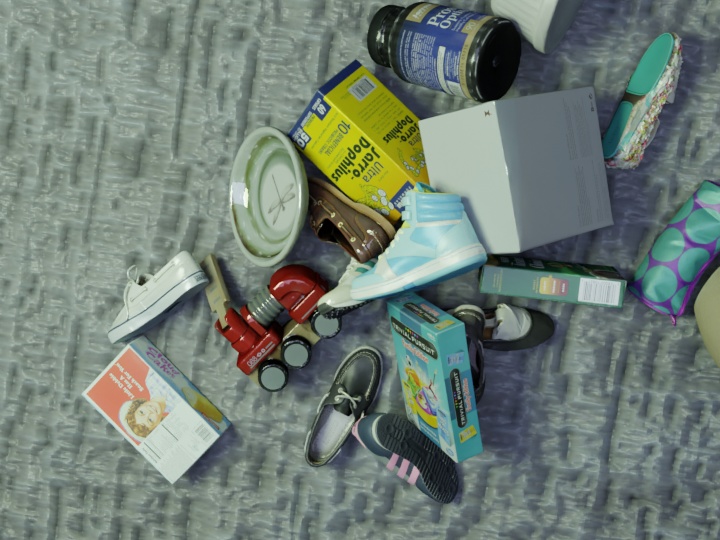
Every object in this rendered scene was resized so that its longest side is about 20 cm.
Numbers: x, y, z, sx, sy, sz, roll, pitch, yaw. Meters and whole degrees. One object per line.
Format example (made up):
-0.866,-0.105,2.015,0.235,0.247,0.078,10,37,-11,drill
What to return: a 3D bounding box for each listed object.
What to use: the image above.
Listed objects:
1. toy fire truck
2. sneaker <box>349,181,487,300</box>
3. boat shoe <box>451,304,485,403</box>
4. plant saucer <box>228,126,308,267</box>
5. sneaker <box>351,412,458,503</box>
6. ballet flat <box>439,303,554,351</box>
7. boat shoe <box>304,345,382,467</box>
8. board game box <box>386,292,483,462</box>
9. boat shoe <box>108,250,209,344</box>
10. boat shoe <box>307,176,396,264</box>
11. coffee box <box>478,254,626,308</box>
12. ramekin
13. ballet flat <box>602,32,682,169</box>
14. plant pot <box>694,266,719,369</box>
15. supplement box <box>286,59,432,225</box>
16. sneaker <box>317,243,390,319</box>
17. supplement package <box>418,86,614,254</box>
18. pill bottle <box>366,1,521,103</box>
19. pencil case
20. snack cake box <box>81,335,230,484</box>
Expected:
-0.146,0.047,1.366,0.200,0.129,0.176,43,100,-14,toy fire truck
0.061,-0.040,1.208,0.199,0.079,0.132,-20,82,26,sneaker
0.147,0.139,1.326,0.066,0.057,0.201,7,131,12,boat shoe
-0.123,-0.106,1.334,0.050,0.199,0.202,-2,101,-38,plant saucer
0.069,0.280,1.392,0.200,0.082,0.070,48,57,-24,sneaker
0.185,0.082,1.346,0.198,0.069,0.069,-4,64,6,ballet flat
-0.028,0.209,1.398,0.074,0.060,0.201,32,100,2,boat shoe
0.104,0.148,1.306,0.047,0.151,0.202,-19,112,-20,board game box
-0.322,0.032,1.392,0.201,0.074,0.087,-35,82,28,boat shoe
-0.037,-0.072,1.304,0.070,0.200,0.071,-44,132,-12,boat shoe
0.267,0.013,1.307,0.198,0.123,0.044,6,100,7,coffee box
0.250,-0.401,1.221,0.094,0.202,0.204,28,100,14,ramekin
0.402,-0.232,1.295,0.064,0.076,0.201,19,106,-28,ballet flat
0.542,0.057,1.264,0.134,0.200,0.201,41,102,31,plant pot
0.015,-0.175,1.295,0.200,0.110,0.109,43,137,0,supplement box
0.001,0.000,1.318,0.070,0.199,0.094,-30,86,49,sneaker
0.210,-0.132,1.235,0.199,0.147,0.193,-15,97,-37,supplement package
0.109,-0.302,1.253,0.199,0.111,0.113,24,102,36,pill bottle
0.467,-0.029,1.297,0.092,0.085,0.201,41,102,29,pencil case
-0.315,0.215,1.428,0.200,0.067,0.115,45,102,-1,snack cake box
